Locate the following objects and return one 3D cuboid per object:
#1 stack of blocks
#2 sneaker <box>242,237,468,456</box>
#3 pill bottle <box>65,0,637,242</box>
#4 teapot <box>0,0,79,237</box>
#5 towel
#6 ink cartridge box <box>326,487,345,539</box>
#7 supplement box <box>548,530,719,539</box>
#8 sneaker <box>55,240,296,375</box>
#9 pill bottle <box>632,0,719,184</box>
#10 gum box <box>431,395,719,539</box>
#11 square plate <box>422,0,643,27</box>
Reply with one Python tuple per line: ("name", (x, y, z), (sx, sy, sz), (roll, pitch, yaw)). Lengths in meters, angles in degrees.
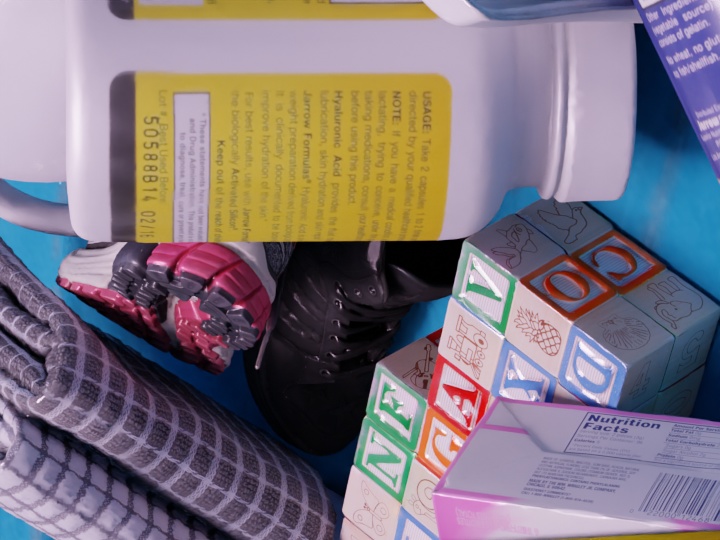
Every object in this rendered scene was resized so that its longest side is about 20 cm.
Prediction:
("stack of blocks", (0.062, 0.069, 1.172), (0.115, 0.058, 0.201), (38, 136, 28))
("sneaker", (0.002, -0.001, 1.201), (0.104, 0.060, 0.201), (25, 126, 45))
("pill bottle", (-0.005, -0.066, 1.050), (0.111, 0.199, 0.112), (180, 90, -87))
("teapot", (-0.098, -0.108, 1.184), (0.146, 0.198, 0.200), (29, 178, -15))
("towel", (-0.116, 0.061, 1.266), (0.165, 0.086, 0.200), (33, -178, -34))
("ink cartridge box", (-0.005, 0.164, 1.329), (0.200, 0.042, 0.120), (26, 130, 43))
("supplement box", (0.075, 0.165, 1.004), (0.199, 0.110, 0.109), (-7, 116, 32))
("sneaker", (-0.064, -0.007, 1.189), (0.080, 0.075, 0.200), (31, 166, -14))
("pill bottle", (0.130, -0.123, 0.931), (0.111, 0.111, 0.201), (-23, 93, 53))
("gum box", (0.124, 0.119, 1.063), (0.199, 0.066, 0.114), (6, 124, 26))
("square plate", (0.019, -0.148, 0.983), (0.200, 0.198, 0.028), (49, 117, 17))
